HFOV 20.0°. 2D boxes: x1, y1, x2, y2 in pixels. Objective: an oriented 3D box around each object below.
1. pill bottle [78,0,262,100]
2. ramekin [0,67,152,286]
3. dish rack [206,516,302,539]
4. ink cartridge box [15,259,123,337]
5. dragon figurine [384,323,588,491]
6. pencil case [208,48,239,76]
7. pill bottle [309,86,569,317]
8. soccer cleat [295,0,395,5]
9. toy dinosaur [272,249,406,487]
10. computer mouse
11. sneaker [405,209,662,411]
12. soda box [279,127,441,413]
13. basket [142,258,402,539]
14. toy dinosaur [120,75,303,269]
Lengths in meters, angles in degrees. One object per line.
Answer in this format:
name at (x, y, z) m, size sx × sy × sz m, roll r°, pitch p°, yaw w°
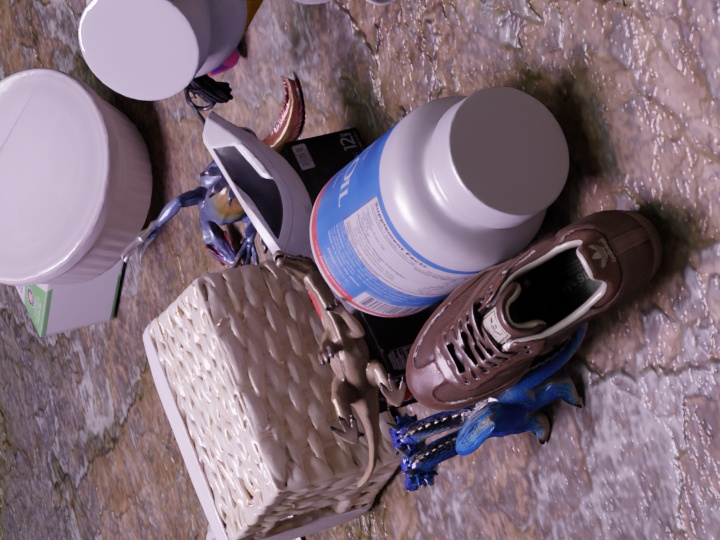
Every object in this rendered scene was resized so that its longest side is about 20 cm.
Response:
pill bottle at (-0.122, -0.200, 1.398) m, size 0.200 × 0.113 × 0.113 m, roll -68°, pitch -13°, yaw -53°
ramekin at (-0.281, -0.079, 1.878) m, size 0.202 × 0.094 × 0.203 m, roll -7°, pitch 76°, yaw 31°
dish rack at (-0.085, 0.296, 1.822) m, size 0.172 × 0.043 × 0.200 m, roll -44°, pitch 62°, yaw 62°
ink cartridge box at (-0.314, -0.058, 2.049) m, size 0.200 × 0.087 × 0.145 m, roll 60°, pitch 151°, yaw 31°
dragon figurine at (0.082, 0.083, 1.317) m, size 0.059 × 0.099 × 0.200 m, roll 65°, pitch 152°, yaw 19°
pencil case at (-0.141, -0.253, 1.615) m, size 0.088 × 0.088 × 0.200 m, roll 37°, pitch 134°, yaw 52°
pill bottle at (0.052, -0.046, 1.301) m, size 0.200 × 0.112 × 0.112 m, roll -35°, pitch 72°, yaw 62°
soccer cleat at (-0.002, -0.209, 1.370) m, size 0.200 × 0.068 × 0.085 m, roll -32°, pitch 58°, yaw 58°
toy dinosaur at (-0.001, 0.075, 1.403) m, size 0.101 × 0.058 × 0.200 m, roll -113°, pitch 4°, yaw -67°
computer mouse at (-0.079, -0.082, 1.460) m, size 0.200 × 0.044 × 0.110 m, roll 57°, pitch -179°, yaw 24°
sneaker at (0.087, 0.025, 1.222) m, size 0.200 × 0.075 × 0.071 m, roll -39°, pitch 77°, yaw 33°
soda box at (0.000, 0.000, 1.481) m, size 0.200 × 0.063 × 0.071 m, roll 65°, pitch 152°, yaw 21°
basket at (-0.064, 0.098, 1.583) m, size 0.123 × 0.135 × 0.200 m, roll -47°, pitch 61°, yaw 55°
toy dinosaur at (-0.094, -0.053, 1.666) m, size 0.105 × 0.200 × 0.181 m, roll 40°, pitch -179°, yaw -9°
